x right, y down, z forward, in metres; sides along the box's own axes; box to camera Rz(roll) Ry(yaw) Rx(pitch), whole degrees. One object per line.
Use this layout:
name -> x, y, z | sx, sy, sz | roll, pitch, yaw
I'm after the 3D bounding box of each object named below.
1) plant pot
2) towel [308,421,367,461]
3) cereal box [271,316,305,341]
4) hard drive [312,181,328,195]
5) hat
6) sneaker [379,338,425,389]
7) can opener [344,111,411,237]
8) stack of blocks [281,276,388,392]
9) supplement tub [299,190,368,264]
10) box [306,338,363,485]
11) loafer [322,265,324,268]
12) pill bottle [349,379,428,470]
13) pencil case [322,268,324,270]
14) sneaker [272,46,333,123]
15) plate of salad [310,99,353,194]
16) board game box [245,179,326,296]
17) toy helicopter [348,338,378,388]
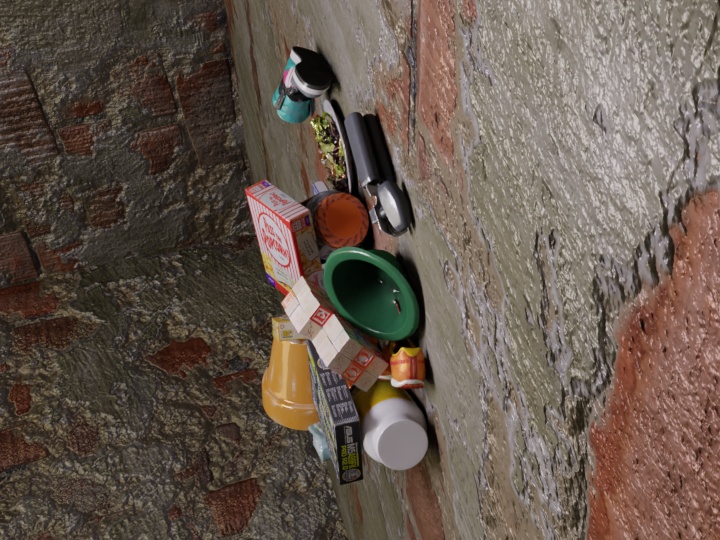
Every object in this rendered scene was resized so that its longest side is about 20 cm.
plant pot -> -0.101, 0.184, 1.912 | 0.200, 0.199, 0.184 | -117, 22, -56
towel -> -0.004, 0.301, 1.779 | 0.200, 0.170, 0.048 | -165, 64, -80
cereal box -> -0.056, 0.097, 1.719 | 0.144, 0.199, 0.040 | 176, 89, -82
hard drive -> -0.066, -0.078, 2.089 | 0.132, 0.025, 0.201 | -120, 19, -62
hat -> 0.052, -0.008, 1.496 | 0.199, 0.176, 0.166 | 16, 131, 33
sneaker -> 0.064, 0.141, 1.523 | 0.200, 0.072, 0.078 | 177, 96, -74
can opener -> 0.033, -0.144, 1.378 | 0.067, 0.053, 0.201 | -34, 65, 46
stack of blocks -> -0.044, 0.098, 1.523 | 0.115, 0.059, 0.200 | 35, -171, -29
supplement tub -> -0.067, -0.075, 1.724 | 0.200, 0.122, 0.123 | -14, 89, 67
box -> -0.043, 0.233, 1.617 | 0.200, 0.044, 0.161 | -113, 15, -47
loafer -> -0.046, 0.035, 1.992 | 0.200, 0.070, 0.070 | 50, 173, 33
pill bottle -> 0.045, 0.252, 1.593 | 0.200, 0.112, 0.113 | -135, 33, -73
pencil case -> -0.065, 0.037, 1.838 | 0.200, 0.087, 0.088 | 87, 170, -89
sneaker -> -0.108, -0.318, 1.729 | 0.200, 0.083, 0.121 | -105, 30, -60
plate of salad -> -0.053, -0.212, 1.757 | 0.200, 0.048, 0.201 | 168, 90, -80
board game box -> -0.126, -0.040, 1.671 | 0.151, 0.046, 0.201 | 36, 145, 46
toy helicopter -> 0.002, 0.148, 1.832 | 0.132, 0.078, 0.201 | 107, 150, -66
